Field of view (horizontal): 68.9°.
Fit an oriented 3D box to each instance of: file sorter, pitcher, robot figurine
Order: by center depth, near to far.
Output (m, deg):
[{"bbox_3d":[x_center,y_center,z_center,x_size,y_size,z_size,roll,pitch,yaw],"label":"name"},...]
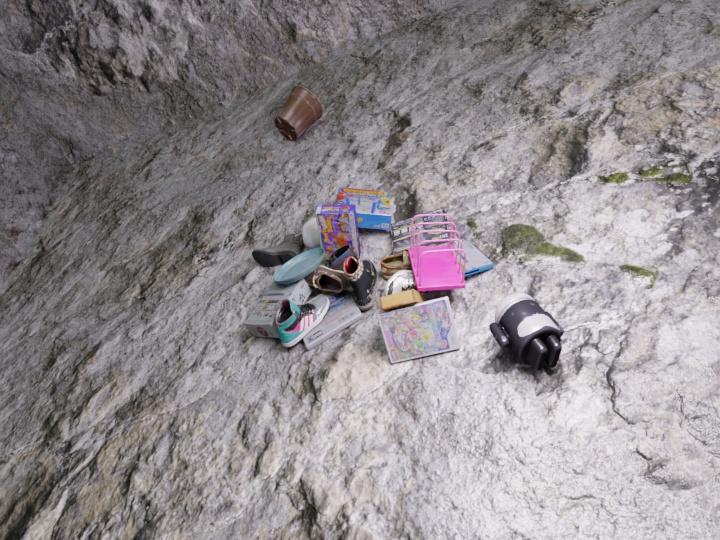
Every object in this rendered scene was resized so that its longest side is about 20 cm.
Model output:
[{"bbox_3d":[0.409,0.148,1.285,0.125,0.148,0.202,-48,36,18],"label":"robot figurine"},{"bbox_3d":[0.216,-0.057,1.489,0.133,0.129,0.203,-3,35,-2],"label":"file sorter"},{"bbox_3d":[-0.102,-0.150,1.892,0.192,0.124,0.175,-4,39,11],"label":"pitcher"}]

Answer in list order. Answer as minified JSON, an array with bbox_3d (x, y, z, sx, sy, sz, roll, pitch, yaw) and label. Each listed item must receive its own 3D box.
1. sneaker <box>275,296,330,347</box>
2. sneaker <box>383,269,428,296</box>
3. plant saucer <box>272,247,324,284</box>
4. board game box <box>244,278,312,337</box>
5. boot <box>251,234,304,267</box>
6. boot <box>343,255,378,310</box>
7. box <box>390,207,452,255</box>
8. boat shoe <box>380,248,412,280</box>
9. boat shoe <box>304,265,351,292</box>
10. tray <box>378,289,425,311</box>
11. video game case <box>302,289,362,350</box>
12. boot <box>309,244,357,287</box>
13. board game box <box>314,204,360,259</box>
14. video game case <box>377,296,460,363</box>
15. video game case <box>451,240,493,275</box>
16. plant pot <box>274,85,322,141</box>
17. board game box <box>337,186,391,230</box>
[{"bbox_3d":[-0.186,0.123,1.601,0.200,0.123,0.082,-45,42,-21],"label":"sneaker"},{"bbox_3d":[0.159,0.039,1.545,0.196,0.078,0.087,-27,36,-25],"label":"sneaker"},{"bbox_3d":[-0.201,-0.011,1.744,0.195,0.028,0.201,-26,20,10],"label":"plant saucer"},{"bbox_3d":[-0.268,0.119,1.711,0.144,0.065,0.202,-4,42,42],"label":"board game box"},{"bbox_3d":[-0.301,-0.081,1.974,0.193,0.069,0.133,2,42,19],"label":"boot"},{"bbox_3d":[0.001,0.000,1.638,0.071,0.156,0.208,-12,41,14],"label":"boot"},{"bbox_3d":[0.200,-0.120,1.744,0.193,0.050,0.164,-16,39,12],"label":"box"},{"bbox_3d":[0.153,-0.026,1.647,0.193,0.075,0.077,-16,40,13],"label":"boat shoe"},{"bbox_3d":[-0.118,0.031,1.694,0.194,0.075,0.059,9,19,32],"label":"boat shoe"},{"bbox_3d":[0.122,0.090,1.461,0.095,0.200,0.038,-15,78,13],"label":"tray"},{"bbox_3d":[-0.108,0.138,1.655,0.196,0.022,0.183,-31,40,-3],"label":"video game case"},{"bbox_3d":[-0.096,-0.017,1.756,0.194,0.099,0.076,-24,39,3],"label":"boot"},{"bbox_3d":[-0.073,-0.125,1.756,0.129,0.204,0.046,1,44,9],"label":"board game box"},{"bbox_3d":[0.155,0.160,1.396,0.193,0.148,0.018,-14,16,14],"label":"video game case"},{"bbox_3d":[0.280,-0.027,1.572,0.193,0.018,0.144,-14,38,-18],"label":"video game case"},{"bbox_3d":[-0.321,-0.776,2.636,0.196,0.202,0.201,17,63,40],"label":"plant pot"},{"bbox_3d":[0.011,-0.223,1.870,0.192,0.058,0.198,4,33,-3],"label":"board game box"}]
